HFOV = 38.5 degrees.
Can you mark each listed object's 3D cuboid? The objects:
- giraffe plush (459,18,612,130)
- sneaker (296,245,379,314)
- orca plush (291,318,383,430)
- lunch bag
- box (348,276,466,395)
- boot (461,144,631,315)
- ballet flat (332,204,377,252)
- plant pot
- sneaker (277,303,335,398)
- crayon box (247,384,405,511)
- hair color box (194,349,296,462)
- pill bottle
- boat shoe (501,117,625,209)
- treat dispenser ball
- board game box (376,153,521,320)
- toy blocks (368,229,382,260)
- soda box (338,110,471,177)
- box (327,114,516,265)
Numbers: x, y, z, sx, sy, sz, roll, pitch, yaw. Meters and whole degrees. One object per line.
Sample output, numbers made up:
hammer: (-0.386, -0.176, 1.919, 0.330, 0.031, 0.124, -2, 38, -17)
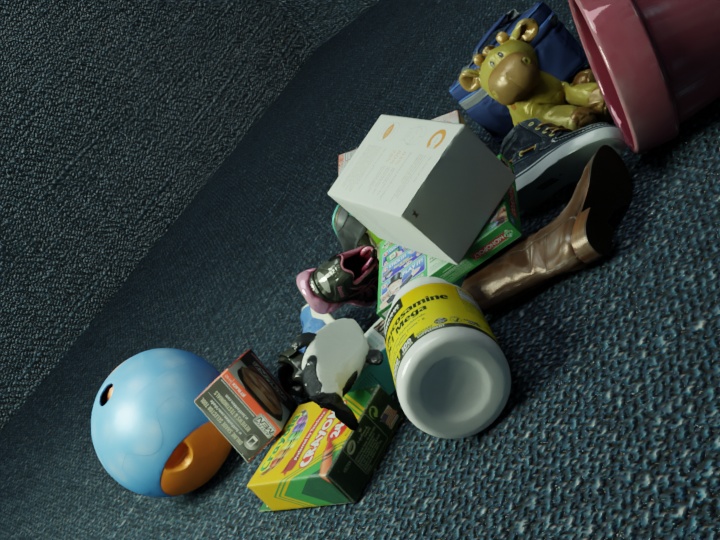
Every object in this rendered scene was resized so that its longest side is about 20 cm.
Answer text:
giraffe plush: (0.229, -0.242, 1.383, 0.173, 0.162, 0.200, -46, 18, -5)
sneaker: (0.000, 0.000, 1.413, 0.095, 0.079, 0.199, -42, -11, 29)
orca plush: (-0.025, 0.128, 1.160, 0.200, 0.103, 0.072, -113, 27, -64)
lunch bag: (0.237, -0.311, 1.557, 0.200, 0.132, 0.136, -48, 10, -12)
box: (0.051, 0.080, 1.240, 0.200, 0.049, 0.082, -46, 18, -3)
boot: (0.204, -0.041, 1.166, 0.199, 0.064, 0.187, -34, 17, 44)
ballet flat: (0.005, -0.038, 1.546, 0.073, 0.073, 0.200, -47, -21, -11)
plant pot: (0.347, -0.256, 1.138, 0.177, 0.202, 0.201, -23, 21, 10)
sneaker: (-0.074, 0.112, 1.406, 0.111, 0.077, 0.200, -37, 22, -9)
crayon box: (-0.050, 0.207, 1.177, 0.199, 0.051, 0.128, -23, 27, 51)
hair color box: (-0.142, 0.167, 1.312, 0.061, 0.102, 0.200, -42, 2, 3)
pill bottle: (0.082, 0.079, 1.065, 0.112, 0.113, 0.200, -41, 17, 9)
boat shoe: (0.234, -0.152, 1.245, 0.200, 0.070, 0.092, -31, 56, 53)
treat dispenser ball: (-0.270, 0.209, 1.422, 0.200, 0.201, 0.201, -39, 18, 15)
board game box: (0.101, -0.037, 1.221, 0.199, 0.029, 0.136, -36, 28, 28)
toy blocks: (0.093, -0.055, 1.416, 0.135, 0.101, 0.200, -28, 18, 11)
soda box: (0.066, -0.155, 1.479, 0.198, 0.068, 0.064, -18, 53, 24)
box: (0.067, -0.100, 1.206, 0.125, 0.097, 0.199, -55, 27, -6)
